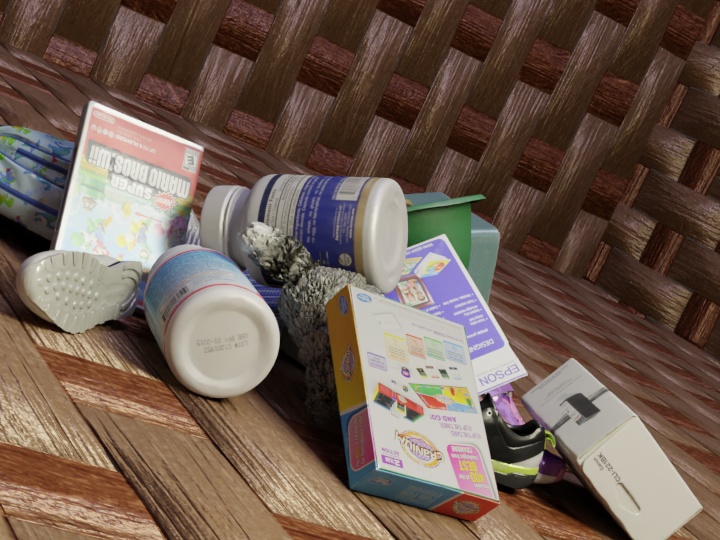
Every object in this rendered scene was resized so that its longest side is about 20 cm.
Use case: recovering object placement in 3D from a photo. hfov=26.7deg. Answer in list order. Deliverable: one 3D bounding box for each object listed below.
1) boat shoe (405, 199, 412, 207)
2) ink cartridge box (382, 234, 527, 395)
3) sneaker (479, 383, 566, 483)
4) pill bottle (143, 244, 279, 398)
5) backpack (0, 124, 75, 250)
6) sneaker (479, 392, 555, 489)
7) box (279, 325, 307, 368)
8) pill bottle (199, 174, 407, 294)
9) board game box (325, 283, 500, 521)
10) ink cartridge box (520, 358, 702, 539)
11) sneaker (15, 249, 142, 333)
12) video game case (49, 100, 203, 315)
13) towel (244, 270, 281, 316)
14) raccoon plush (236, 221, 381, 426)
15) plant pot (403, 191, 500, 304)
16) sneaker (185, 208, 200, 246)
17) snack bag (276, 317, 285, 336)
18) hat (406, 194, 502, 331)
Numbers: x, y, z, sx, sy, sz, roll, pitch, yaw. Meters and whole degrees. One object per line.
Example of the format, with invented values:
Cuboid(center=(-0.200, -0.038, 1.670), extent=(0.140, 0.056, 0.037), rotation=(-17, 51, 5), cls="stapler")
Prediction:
Cuboid(center=(0.041, -0.053, 1.881), extent=(0.202, 0.076, 0.074), rotation=(32, 20, 36), cls="boat shoe")
Cuboid(center=(0.044, 0.076, 1.591), extent=(0.196, 0.044, 0.201), rotation=(-20, 56, -15), cls="ink cartridge box")
Cuboid(center=(0.149, 0.164, 1.698), extent=(0.199, 0.089, 0.080), rotation=(31, 8, 29), cls="sneaker")
Cuboid(center=(-0.152, 0.041, 1.480), extent=(0.108, 0.110, 0.200), rotation=(22, 10, -22), cls="pill bottle")
Cuboid(center=(-0.338, -0.084, 1.675), extent=(0.200, 0.154, 0.163), rotation=(42, 5, 20), cls="backpack")
Cuboid(center=(0.108, 0.160, 1.592), extent=(0.198, 0.084, 0.072), rotation=(20, 9, -14), cls="sneaker")
Cuboid(center=(0.008, 0.095, 1.771), extent=(0.199, 0.069, 0.082), rotation=(21, 6, -35), cls="box")
Cuboid(center=(-0.060, -0.040, 1.583), extent=(0.198, 0.121, 0.120), rotation=(3, 0, 19), cls="pill bottle")
Cuboid(center=(0.047, 0.124, 1.426), extent=(0.152, 0.040, 0.202), rotation=(21, 45, -34), cls="board game box")
Cuboid(center=(0.273, 0.201, 1.677), extent=(0.145, 0.083, 0.200), rotation=(52, 0, -19), cls="ink cartridge box")
Cuboid(center=(-0.282, 0.013, 1.445), extent=(0.080, 0.077, 0.200), rotation=(15, 0, 17), cls="sneaker")
Cuboid(center=(-0.247, -0.063, 1.604), extent=(0.142, 0.202, 0.017), rotation=(21, -22, -30), cls="video game case")
Cuboid(center=(-0.122, 0.023, 1.738), extent=(0.143, 0.024, 0.200), rotation=(0, 16, 4), cls="towel")
Cuboid(center=(-0.060, 0.062, 1.490), extent=(0.199, 0.097, 0.135), rotation=(29, 47, -19), cls="raccoon plush")
Cuboid(center=(0.044, 0.009, 2.048), extent=(0.198, 0.198, 0.196), rotation=(1, 18, -24), cls="plant pot")
Cuboid(center=(-0.226, -0.014, 1.725), extent=(0.075, 0.105, 0.201), rotation=(37, 14, -43), cls="sneaker")
Cuboid(center=(-0.142, 0.038, 1.847), extent=(0.188, 0.022, 0.199), rotation=(32, 10, 35), cls="snack bag")
Cuboid(center=(0.085, 0.014, 1.729), extent=(0.198, 0.178, 0.166), rotation=(-11, 0, -16), cls="hat")
